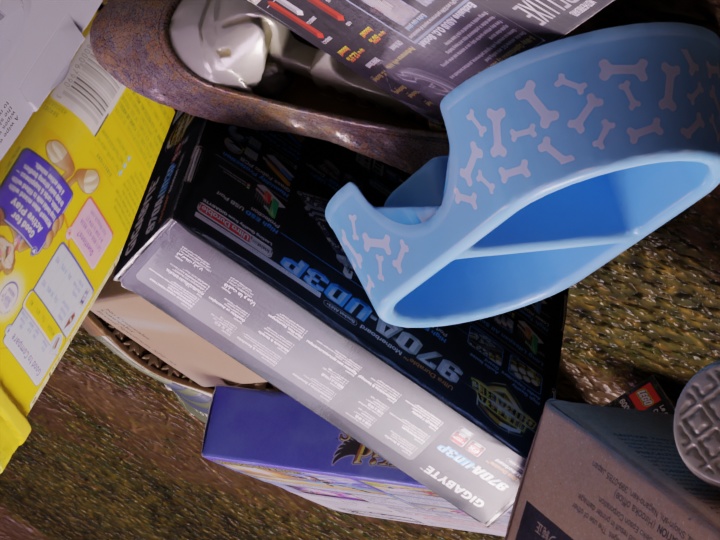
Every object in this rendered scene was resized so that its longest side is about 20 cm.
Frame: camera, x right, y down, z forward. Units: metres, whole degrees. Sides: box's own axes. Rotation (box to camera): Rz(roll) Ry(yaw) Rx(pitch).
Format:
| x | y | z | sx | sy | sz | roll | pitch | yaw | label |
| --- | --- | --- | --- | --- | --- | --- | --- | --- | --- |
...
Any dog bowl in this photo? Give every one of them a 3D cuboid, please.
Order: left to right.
| x | y | z | sx | sy | sz | roll | pitch | yaw | label |
| --- | --- | --- | --- | --- | --- | --- | --- | --- | --- |
| 0.065 | -0.030 | 0.924 | 0.111 | 0.050 | 0.200 | -6 | 163 | -30 | dog bowl |

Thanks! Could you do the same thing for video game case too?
| x | y | z | sx | sy | sz | roll | pitch | yaw | label |
| --- | --- | --- | --- | --- | --- | --- | --- | --- | --- |
| 0.041 | 0.112 | 1.343 | 0.200 | 0.046 | 0.181 | 6 | 168 | 26 | video game case |

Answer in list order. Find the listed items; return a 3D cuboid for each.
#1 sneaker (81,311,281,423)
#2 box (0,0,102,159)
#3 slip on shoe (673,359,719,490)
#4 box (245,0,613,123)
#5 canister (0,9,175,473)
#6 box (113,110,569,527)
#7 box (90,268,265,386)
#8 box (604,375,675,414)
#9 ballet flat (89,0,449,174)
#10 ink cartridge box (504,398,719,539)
| x | y | z | sx | sy | sz | roll | pitch | yaw | label |
| --- | --- | --- | --- | --- | --- | --- | --- | --- | --- |
| -0.105 | 0.055 | 1.476 | 0.200 | 0.067 | 0.090 | 30 | 156 | -14 | sneaker |
| -0.177 | -0.131 | 0.903 | 0.097 | 0.200 | 0.177 | 21 | 161 | 23 | box |
| 0.219 | 0.072 | 0.905 | 0.200 | 0.074 | 0.061 | 9 | 175 | 23 | slip on shoe |
| 0.007 | -0.135 | 0.862 | 0.158 | 0.050 | 0.200 | 32 | 161 | -10 | box |
| -0.174 | -0.020 | 1.179 | 0.086 | 0.200 | 0.149 | 21 | 159 | 22 | canister |
| 0.000 | 0.000 | 1.063 | 0.200 | 0.159 | 0.046 | 34 | 123 | -15 | box |
| -0.056 | 0.003 | 1.261 | 0.095 | 0.078 | 0.200 | 36 | 160 | -20 | box |
| 0.197 | 0.158 | 1.255 | 0.200 | 0.038 | 0.137 | 53 | -174 | -51 | box |
| -0.019 | -0.090 | 1.004 | 0.200 | 0.068 | 0.067 | 16 | 155 | 7 | ballet flat |
| 0.185 | 0.125 | 0.987 | 0.200 | 0.075 | 0.165 | 9 | -165 | -30 | ink cartridge box |
